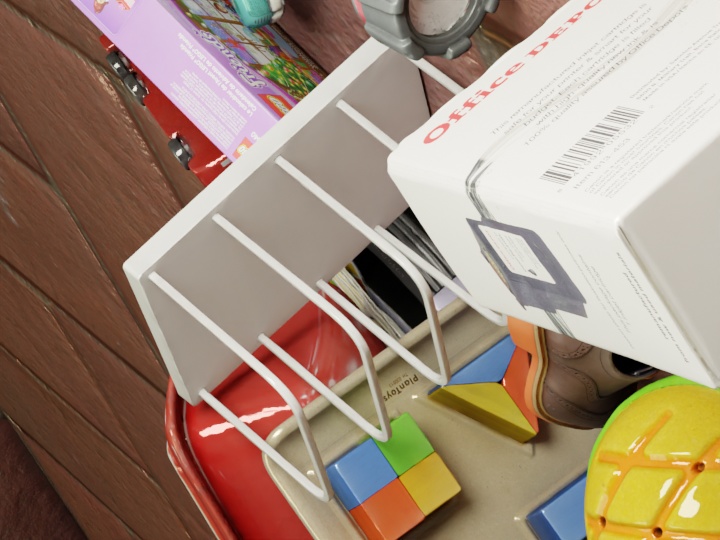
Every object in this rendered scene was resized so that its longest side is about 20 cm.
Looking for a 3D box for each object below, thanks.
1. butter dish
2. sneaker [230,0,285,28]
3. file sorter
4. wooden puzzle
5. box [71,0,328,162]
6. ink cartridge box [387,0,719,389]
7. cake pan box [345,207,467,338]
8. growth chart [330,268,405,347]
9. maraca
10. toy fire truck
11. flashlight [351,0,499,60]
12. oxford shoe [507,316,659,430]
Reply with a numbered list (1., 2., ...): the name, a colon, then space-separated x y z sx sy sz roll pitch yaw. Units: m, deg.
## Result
1. butter dish: -0.017 0.091 1.672 0.200 0.147 0.200 -86 -28 -56
2. sneaker: -0.118 -0.205 1.597 0.200 0.080 0.078 47 165 10
3. file sorter: 0.000 0.000 1.522 0.124 0.200 0.139 38 162 27
4. wooden puzzle: 0.071 0.126 1.589 0.200 0.185 0.046 56 158 -2
5. box: -0.082 -0.126 1.639 0.200 0.039 0.137 45 -161 20
6. ink cartridge box: 0.121 -0.045 1.130 0.084 0.145 0.200 56 165 -22
7. cake pan box: 0.038 0.018 1.751 0.184 0.052 0.200 43 164 20
8. growth chart: 0.005 0.043 1.780 0.200 0.018 0.145 48 167 11
9. maraca: 0.185 0.149 1.452 0.137 0.107 0.200 -36 69 34
10. toy fire truck: -0.096 -0.094 1.758 0.200 0.049 0.141 53 -178 40
11. flashlight: -0.014 -0.165 1.406 0.200 0.068 0.068 33 153 47
12. oxford shoe: 0.129 0.046 1.505 0.072 0.071 0.200 21 166 20
